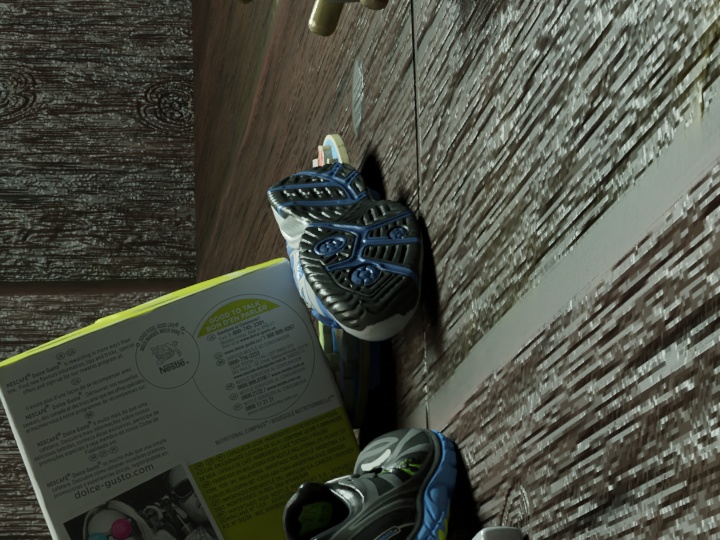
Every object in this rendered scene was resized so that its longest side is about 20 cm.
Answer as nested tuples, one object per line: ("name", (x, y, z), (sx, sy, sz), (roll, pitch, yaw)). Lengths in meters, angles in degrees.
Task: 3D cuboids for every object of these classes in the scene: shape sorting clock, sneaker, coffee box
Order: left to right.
("coffee box", (-0.115, 0.116, 1.524), (0.200, 0.200, 0.198), (165, 84, -81))
("shape sorting clock", (-0.015, 0.008, 1.576), (0.200, 0.039, 0.200), (180, 90, -83))
("sneaker", (0.000, 0.000, 1.390), (0.200, 0.076, 0.077), (-117, 9, -66))
("sneaker", (0.004, 0.124, 1.212), (0.200, 0.083, 0.071), (-72, -2, -76))

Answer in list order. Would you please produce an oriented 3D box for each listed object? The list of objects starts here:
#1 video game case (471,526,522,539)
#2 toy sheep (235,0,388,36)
("video game case", (0.054, 0.232, 1.129), (0.200, 0.023, 0.182), (113, 156, -72))
("toy sheep", (-0.009, -0.200, 1.215), (0.200, 0.138, 0.138), (176, 94, -68))
